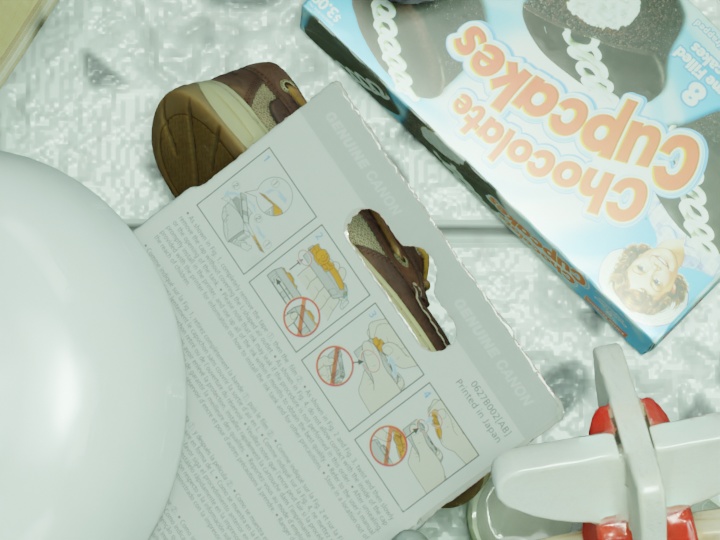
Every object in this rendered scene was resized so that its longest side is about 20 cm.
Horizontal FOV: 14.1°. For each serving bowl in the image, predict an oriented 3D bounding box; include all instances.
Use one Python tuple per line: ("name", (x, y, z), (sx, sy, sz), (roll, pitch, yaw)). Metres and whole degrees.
("serving bowl", (-0.169, 0.048, 1.100), (0.200, 0.066, 0.200), (-2, 84, 19))

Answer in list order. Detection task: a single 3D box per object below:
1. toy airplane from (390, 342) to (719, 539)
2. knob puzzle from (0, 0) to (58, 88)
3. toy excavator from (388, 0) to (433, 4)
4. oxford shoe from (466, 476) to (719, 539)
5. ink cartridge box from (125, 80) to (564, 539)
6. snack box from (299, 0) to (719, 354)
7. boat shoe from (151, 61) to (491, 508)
("toy airplane", (0.099, 0.115, 1.059), (0.200, 0.141, 0.199), (33, 104, -16))
("knob puzzle", (-0.153, -0.167, 1.135), (0.220, 0.030, 0.220), (-10, 72, 34))
("toy excavator", (0.040, -0.205, 1.076), (0.194, 0.200, 0.100), (-24, 65, 18))
("oxford shoe", (0.137, 0.125, 1.148), (0.200, 0.058, 0.075), (27, 81, 3))
("ink cartridge box", (-0.038, 0.050, 1.115), (0.200, 0.050, 0.161), (-37, 77, 11))
("snack box", (0.085, -0.075, 1.191), (0.200, 0.037, 0.116), (44, 80, 5))
("boat shoe", (0.000, 0.000, 1.152), (0.072, 0.072, 0.200), (-28, 74, -39))
